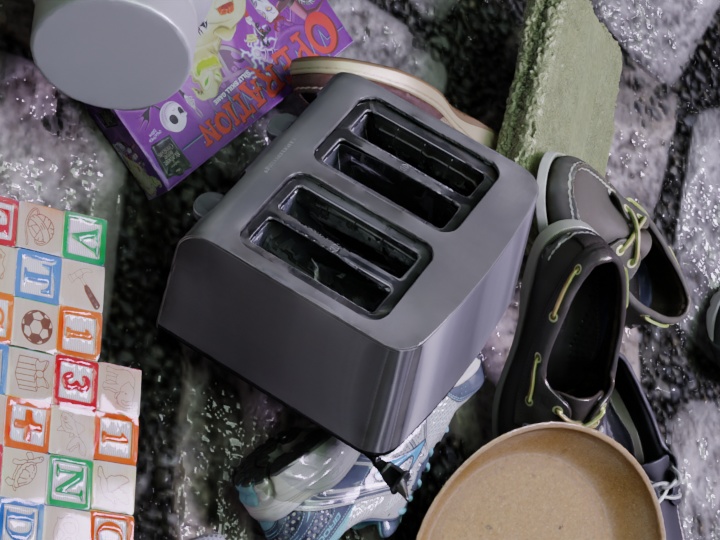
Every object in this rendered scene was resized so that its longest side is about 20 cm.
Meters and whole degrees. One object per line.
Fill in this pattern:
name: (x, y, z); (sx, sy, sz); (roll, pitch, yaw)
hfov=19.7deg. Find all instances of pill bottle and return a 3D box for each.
pill bottle: (-0.140, -0.203, 1.242); (0.113, 0.114, 0.201); (25, 48, -29)

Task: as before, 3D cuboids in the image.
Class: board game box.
board game box: (-0.100, -0.148, 1.340); (0.200, 0.032, 0.121); (-43, 108, -38)

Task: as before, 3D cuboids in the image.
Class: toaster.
toaster: (0.000, 0.000, 1.262); (0.199, 0.119, 0.181); (31, 53, 14)

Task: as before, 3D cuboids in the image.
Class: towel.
towel: (0.139, -0.101, 1.463); (0.148, 0.036, 0.202); (43, 55, -57)

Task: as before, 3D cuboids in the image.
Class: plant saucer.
plant saucer: (0.109, 0.195, 1.354); (0.199, 0.035, 0.202); (-5, 100, -27)

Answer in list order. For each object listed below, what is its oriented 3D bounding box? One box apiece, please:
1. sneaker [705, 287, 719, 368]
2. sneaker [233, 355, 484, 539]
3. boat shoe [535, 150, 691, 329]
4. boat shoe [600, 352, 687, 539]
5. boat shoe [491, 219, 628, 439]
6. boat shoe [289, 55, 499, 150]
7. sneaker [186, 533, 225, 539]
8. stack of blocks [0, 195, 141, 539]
sneaker: (0.341, 0.020, 1.590); (0.199, 0.084, 0.075); (-33, 96, -39)
sneaker: (0.007, 0.119, 1.320); (0.199, 0.077, 0.087); (-32, 108, -32)
boat shoe: (0.176, -0.020, 1.436); (0.202, 0.060, 0.073); (49, 53, -52)
boat shoe: (0.191, 0.147, 1.448); (0.072, 0.063, 0.201); (-25, 92, -40)
boat shoe: (0.134, 0.071, 1.373); (0.071, 0.061, 0.203); (-3, 111, -21)
boat shoe: (0.025, -0.082, 1.385); (0.199, 0.072, 0.073); (27, 71, -46)
sneaker: (-0.133, 0.232, 1.161); (0.199, 0.075, 0.116); (-22, 87, -43)
stack of blocks: (-0.188, 0.067, 1.182); (0.114, 0.058, 0.202); (13, 68, -34)
